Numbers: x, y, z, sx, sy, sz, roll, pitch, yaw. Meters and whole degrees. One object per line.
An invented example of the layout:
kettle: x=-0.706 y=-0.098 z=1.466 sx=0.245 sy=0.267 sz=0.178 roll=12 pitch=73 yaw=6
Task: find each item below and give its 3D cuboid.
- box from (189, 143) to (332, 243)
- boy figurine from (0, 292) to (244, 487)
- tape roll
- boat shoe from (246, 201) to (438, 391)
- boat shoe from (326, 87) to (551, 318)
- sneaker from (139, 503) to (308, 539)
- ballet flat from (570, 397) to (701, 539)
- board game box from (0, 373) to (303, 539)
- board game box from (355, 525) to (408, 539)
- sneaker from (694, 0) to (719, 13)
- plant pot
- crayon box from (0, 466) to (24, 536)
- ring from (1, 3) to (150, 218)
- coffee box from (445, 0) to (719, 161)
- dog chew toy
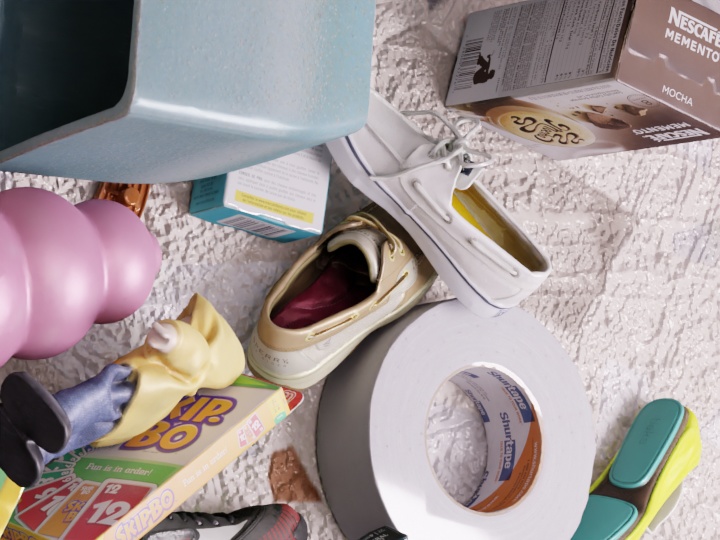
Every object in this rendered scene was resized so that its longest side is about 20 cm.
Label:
box: x=-0.059 y=-0.127 z=1.821 sx=0.082 sy=0.049 sz=0.201 roll=16 pitch=74 yaw=-32
boy figurine: x=-0.141 y=0.065 z=1.664 sx=0.064 sy=0.124 sz=0.200 roll=50 pitch=42 yaw=11
tape roll: x=0.068 y=0.120 z=1.864 sx=0.200 sy=0.066 sz=0.201 roll=6 pitch=79 yaw=-34
boat shoe: x=0.000 y=0.000 z=1.819 sx=0.074 sy=0.067 sz=0.200 roll=31 pitch=58 yaw=17
boat shoe: x=0.057 y=-0.063 z=1.795 sx=0.202 sy=0.086 sz=0.075 roll=51 pitch=38 yaw=-6
sneaker: x=-0.119 y=0.182 z=1.718 sx=0.200 sy=0.071 sz=0.098 roll=-23 pitch=99 yaw=-34
ballet flat: x=0.192 y=0.179 z=1.948 sx=0.200 sy=0.067 sz=0.067 roll=-48 pitch=131 yaw=-32
board game box: x=-0.134 y=0.118 z=1.703 sx=0.200 sy=0.095 sz=0.030 roll=-36 pitch=125 yaw=-34
board game box: x=-0.013 y=0.284 z=1.762 sx=0.135 sy=0.028 sz=0.201 roll=-24 pitch=117 yaw=-34
sneaker: x=0.266 y=-0.176 z=2.035 sx=0.199 sy=0.089 sz=0.081 roll=-17 pitch=68 yaw=-29
plant pot: x=-0.100 y=-0.155 z=1.683 sx=0.199 sy=0.196 sz=0.197 roll=12 pitch=75 yaw=-33
crayon box: x=-0.309 y=0.125 z=1.601 sx=0.200 sy=0.058 sz=0.119 roll=36 pitch=64 yaw=-26
ring: x=-0.218 y=-0.084 z=1.722 sx=0.200 sy=0.019 sz=0.201 roll=6 pitch=79 yaw=-35
coffee box: x=0.168 y=-0.140 z=1.889 sx=0.113 sy=0.200 sz=0.080 roll=23 pitch=75 yaw=-31
dog chew toy: x=-0.215 y=0.003 z=1.641 sx=0.199 sy=0.124 sz=0.125 roll=-11 pitch=89 yaw=-32
